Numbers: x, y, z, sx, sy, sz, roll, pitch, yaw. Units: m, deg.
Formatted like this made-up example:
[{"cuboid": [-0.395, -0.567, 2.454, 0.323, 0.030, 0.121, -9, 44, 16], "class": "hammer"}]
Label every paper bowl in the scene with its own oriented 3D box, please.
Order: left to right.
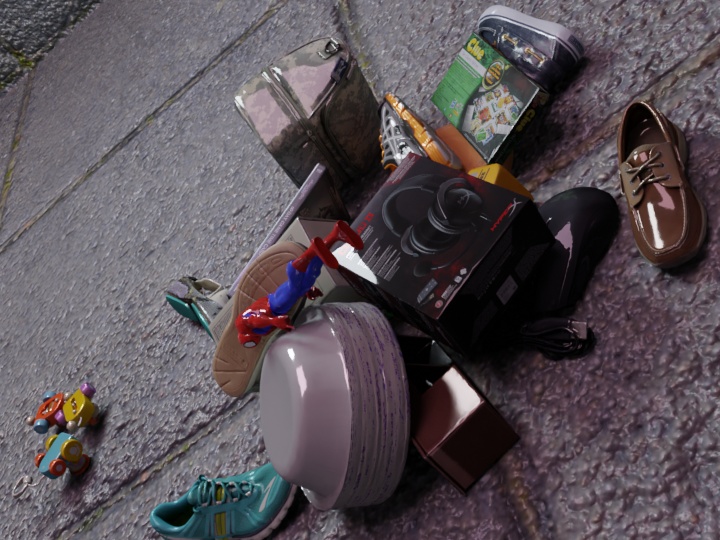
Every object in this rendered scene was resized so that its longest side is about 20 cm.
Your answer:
[{"cuboid": [-0.036, 0.134, 0.996, 0.200, 0.103, 0.204, 178, 90, -68], "class": "paper bowl"}]

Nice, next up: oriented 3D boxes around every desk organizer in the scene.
[{"cuboid": [0.070, 0.123, 1.006, 0.077, 0.072, 0.200, -43, 33, 2], "class": "desk organizer"}]

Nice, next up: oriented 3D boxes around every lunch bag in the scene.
[{"cuboid": [-0.056, -0.208, 1.365, 0.167, 0.200, 0.140, -40, 60, 1], "class": "lunch bag"}]

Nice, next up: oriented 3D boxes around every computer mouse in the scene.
[{"cuboid": [0.196, -0.011, 1.014, 0.137, 0.053, 0.202, -1, 55, 50], "class": "computer mouse"}]

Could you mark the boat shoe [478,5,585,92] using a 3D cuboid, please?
[{"cuboid": [0.190, -0.274, 1.273, 0.091, 0.071, 0.200, -51, 33, -1], "class": "boat shoe"}]

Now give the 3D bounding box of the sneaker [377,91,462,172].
[{"cuboid": [0.055, -0.156, 1.249, 0.077, 0.078, 0.201, -49, 31, 14], "class": "sneaker"}]

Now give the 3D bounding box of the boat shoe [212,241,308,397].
[{"cuboid": [-0.097, 0.049, 1.083, 0.072, 0.065, 0.202, 37, 118, 20], "class": "boat shoe"}]

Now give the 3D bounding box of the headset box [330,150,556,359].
[{"cuboid": [0.071, -0.024, 1.013, 0.149, 0.077, 0.199, -50, 44, -9], "class": "headset box"}]

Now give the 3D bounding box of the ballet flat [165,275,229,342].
[{"cuboid": [-0.212, 0.049, 1.410, 0.072, 0.072, 0.200, -52, 35, -7], "class": "ballet flat"}]

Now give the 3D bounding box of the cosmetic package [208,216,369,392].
[{"cuboid": [-0.078, 0.042, 1.166, 0.200, 0.087, 0.104, -46, 61, 31], "class": "cosmetic package"}]

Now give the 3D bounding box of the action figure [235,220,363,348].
[{"cuboid": [-0.070, 0.026, 0.974, 0.200, 0.052, 0.065, -39, 4, 46], "class": "action figure"}]

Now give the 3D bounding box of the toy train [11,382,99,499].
[{"cuboid": [-0.441, 0.249, 1.479, 0.149, 0.056, 0.201, -34, 32, 22], "class": "toy train"}]

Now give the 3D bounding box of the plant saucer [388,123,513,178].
[{"cuboid": [0.098, -0.112, 1.249, 0.199, 0.032, 0.202, -31, 37, 26], "class": "plant saucer"}]

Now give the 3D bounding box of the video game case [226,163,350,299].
[{"cuboid": [-0.087, -0.022, 1.281, 0.019, 0.143, 0.201, 30, 77, 22], "class": "video game case"}]

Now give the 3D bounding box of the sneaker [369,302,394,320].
[{"cuboid": [0.000, 0.000, 1.197, 0.199, 0.085, 0.079, 16, 68, 53], "class": "sneaker"}]

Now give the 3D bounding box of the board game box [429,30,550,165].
[{"cuboid": [0.151, -0.209, 1.215, 0.105, 0.023, 0.201, -58, 30, 20], "class": "board game box"}]

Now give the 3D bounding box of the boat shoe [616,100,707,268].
[{"cuboid": [0.282, -0.087, 0.975, 0.075, 0.072, 0.202, -28, 38, 27], "class": "boat shoe"}]

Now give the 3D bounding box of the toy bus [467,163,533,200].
[{"cuboid": [0.119, -0.017, 1.091, 0.078, 0.065, 0.202, -6, 52, 55], "class": "toy bus"}]

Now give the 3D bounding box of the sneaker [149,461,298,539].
[{"cuboid": [-0.149, 0.259, 1.107, 0.199, 0.080, 0.078, -31, 36, 23], "class": "sneaker"}]
